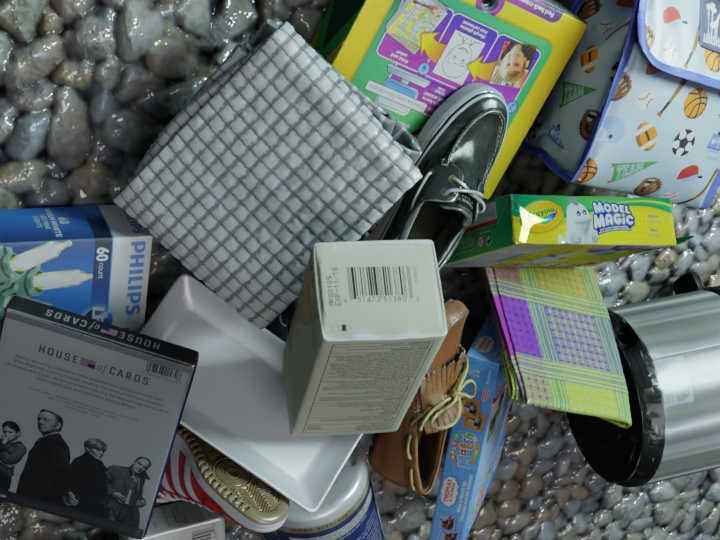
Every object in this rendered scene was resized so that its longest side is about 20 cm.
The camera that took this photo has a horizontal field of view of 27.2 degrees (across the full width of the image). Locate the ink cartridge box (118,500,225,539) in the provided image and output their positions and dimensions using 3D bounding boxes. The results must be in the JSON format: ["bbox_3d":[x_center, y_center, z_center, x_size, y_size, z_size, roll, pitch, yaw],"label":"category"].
[{"bbox_3d":[-0.209,0.318,1.387,0.176,0.045,0.201,-12,122,-20],"label":"ink cartridge box"}]

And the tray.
[{"bbox_3d":[-0.094,0.101,1.215,0.200,0.022,0.108,36,68,-6],"label":"tray"}]

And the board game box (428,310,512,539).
[{"bbox_3d":[0.114,0.135,1.377,0.036,0.151,0.201,15,117,13],"label":"board game box"}]

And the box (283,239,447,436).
[{"bbox_3d":[-0.002,0.056,1.129,0.095,0.078,0.200,-2,155,-12],"label":"box"}]

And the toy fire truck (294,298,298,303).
[{"bbox_3d":[-0.011,0.010,1.248,0.141,0.049,0.200,28,93,-33],"label":"toy fire truck"}]

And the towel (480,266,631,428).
[{"bbox_3d":[0.168,0.043,1.322,0.143,0.201,0.023,12,140,-34],"label":"towel"}]

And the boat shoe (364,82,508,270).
[{"bbox_3d":[0.069,-0.054,1.198,0.072,0.071,0.201,27,93,-34],"label":"boat shoe"}]

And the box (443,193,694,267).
[{"bbox_3d":[0.177,-0.032,1.274,0.199,0.117,0.049,2,80,-31],"label":"box"}]

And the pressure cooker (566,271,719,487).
[{"bbox_3d":[0.314,0.111,1.431,0.199,0.179,0.177,-11,119,-19],"label":"pressure cooker"}]

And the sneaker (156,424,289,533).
[{"bbox_3d":[-0.144,0.180,1.256,0.071,0.200,0.113,-16,135,-47],"label":"sneaker"}]

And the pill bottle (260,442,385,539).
[{"bbox_3d":[-0.036,0.237,1.371,0.111,0.111,0.200,-24,138,-11],"label":"pill bottle"}]

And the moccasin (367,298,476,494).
[{"bbox_3d":[0.060,0.111,1.263,0.074,0.078,0.202,-27,142,-48],"label":"moccasin"}]

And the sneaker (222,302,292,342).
[{"bbox_3d":[-0.093,0.094,1.296,0.078,0.070,0.201,-2,119,-19],"label":"sneaker"}]

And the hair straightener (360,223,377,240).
[{"bbox_3d":[0.000,0.000,1.301,0.077,0.041,0.200,-36,127,-2],"label":"hair straightener"}]

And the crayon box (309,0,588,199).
[{"bbox_3d":[0.061,-0.170,1.220,0.199,0.058,0.173,19,110,-32],"label":"crayon box"}]

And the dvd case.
[{"bbox_3d":[-0.221,0.121,1.179,0.150,0.025,0.200,17,125,-5],"label":"dvd case"}]

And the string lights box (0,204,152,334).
[{"bbox_3d":[-0.270,0.008,1.167,0.199,0.059,0.103,-4,120,-23],"label":"string lights box"}]

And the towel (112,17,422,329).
[{"bbox_3d":[-0.067,-0.077,1.146,0.166,0.086,0.200,44,112,-5],"label":"towel"}]

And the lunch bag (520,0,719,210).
[{"bbox_3d":[0.254,-0.166,1.272,0.169,0.124,0.201,9,112,-34],"label":"lunch bag"}]
